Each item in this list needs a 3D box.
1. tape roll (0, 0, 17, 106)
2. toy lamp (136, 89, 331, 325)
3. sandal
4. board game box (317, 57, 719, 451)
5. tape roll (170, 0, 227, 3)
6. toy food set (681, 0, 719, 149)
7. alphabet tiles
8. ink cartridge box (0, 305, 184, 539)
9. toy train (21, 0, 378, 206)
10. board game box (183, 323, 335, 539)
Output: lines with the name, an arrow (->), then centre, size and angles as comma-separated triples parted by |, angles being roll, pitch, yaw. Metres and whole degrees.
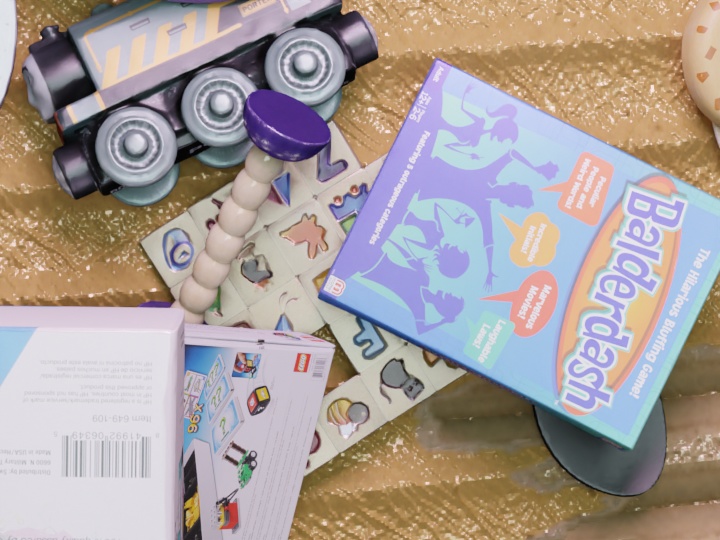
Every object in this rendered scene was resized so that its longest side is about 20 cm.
tape roll -> -0.292, -0.133, 1.661 | 0.200, 0.066, 0.201 | 0, 90, -8
toy lamp -> -0.081, -0.007, 1.659 | 0.058, 0.058, 0.200 | 27, 116, -7
sandal -> 0.132, 0.037, 1.730 | 0.075, 0.045, 0.200 | -12, 92, -8
board game box -> 0.097, -0.008, 1.690 | 0.200, 0.045, 0.152 | 26, 85, 0
tape roll -> -0.090, -0.256, 1.647 | 0.200, 0.085, 0.200 | 0, 72, 0
toy food set -> 0.300, -0.113, 1.750 | 0.198, 0.049, 0.200 | -32, 94, -6
alphabet tiles -> 0.000, 0.000, 1.717 | 0.200, 0.008, 0.167 | -32, 89, -2
ink cartridge box -> -0.164, 0.123, 1.521 | 0.146, 0.146, 0.200 | 1, 94, -2
toy train -> -0.093, -0.116, 1.685 | 0.200, 0.085, 0.114 | -25, 82, -5
board game box -> -0.090, 0.130, 1.657 | 0.126, 0.035, 0.200 | 7, 101, -46
